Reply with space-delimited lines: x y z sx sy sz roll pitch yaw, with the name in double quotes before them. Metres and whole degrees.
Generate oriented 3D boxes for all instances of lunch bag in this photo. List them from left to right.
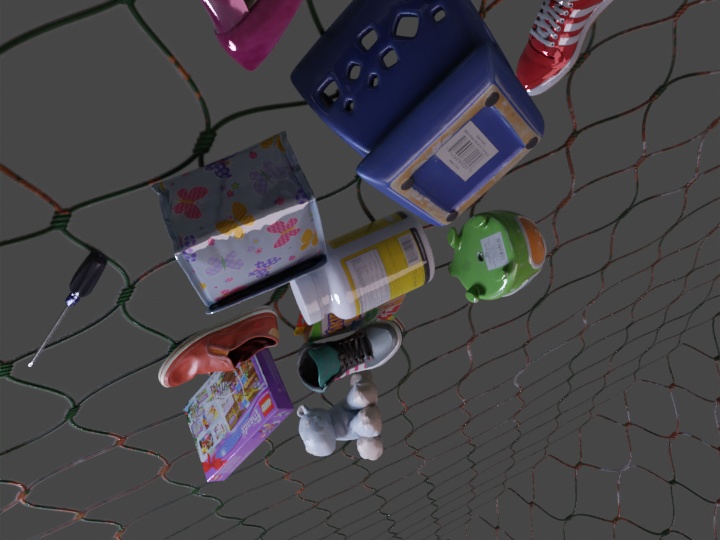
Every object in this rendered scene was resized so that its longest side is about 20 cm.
"lunch bag" -0.128 -0.036 0.805 0.166 0.129 0.201 -22 155 -10

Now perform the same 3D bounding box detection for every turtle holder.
"turtle holder" 0.225 -0.016 1.126 0.129 0.142 0.188 -11 143 -31

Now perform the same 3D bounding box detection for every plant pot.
"plant pot" 0.072 -0.177 0.727 0.199 0.182 0.199 -40 148 18

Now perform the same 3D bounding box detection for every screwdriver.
"screwdriver" -0.358 0.048 0.821 0.028 0.030 0.200 11 133 -48

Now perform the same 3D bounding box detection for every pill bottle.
"pill bottle" 0.000 0.000 0.978 0.196 0.113 0.113 -23 149 -12

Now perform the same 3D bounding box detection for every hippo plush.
"hippo plush" -0.047 0.285 1.353 0.156 0.164 0.200 -6 -172 -7

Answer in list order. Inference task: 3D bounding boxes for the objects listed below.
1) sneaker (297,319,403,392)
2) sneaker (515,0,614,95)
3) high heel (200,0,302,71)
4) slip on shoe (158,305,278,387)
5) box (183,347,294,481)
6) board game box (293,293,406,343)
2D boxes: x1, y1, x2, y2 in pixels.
"sneaker" -0.032 0.142 1.137 0.197 0.085 0.120 -28 172 28
"sneaker" 0.230 -0.305 0.789 0.111 0.071 0.202 5 126 -50
"high heel" -0.046 -0.255 0.606 0.196 0.068 0.096 -28 140 8
"slip on shoe" -0.210 0.123 1.018 0.196 0.062 0.075 -27 151 -5
"box" -0.200 0.221 1.090 0.039 0.139 0.200 13 129 -48
"board game box" -0.015 0.068 1.147 0.195 0.030 0.097 -10 143 -27
